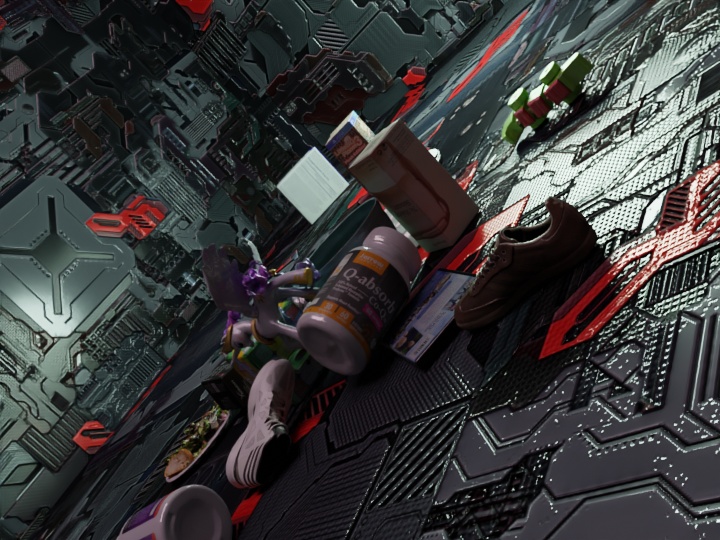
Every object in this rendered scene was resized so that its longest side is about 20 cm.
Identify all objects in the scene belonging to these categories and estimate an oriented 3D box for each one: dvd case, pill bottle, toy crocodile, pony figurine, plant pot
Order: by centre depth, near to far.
[{"bbox_3d":[0.097,0.059,1.033,0.143,0.018,0.200,-48,11,-6],"label":"dvd case"},{"bbox_3d":[-0.269,0.376,1.059,0.199,0.111,0.112,-35,16,42],"label":"pill bottle"},{"bbox_3d":[0.003,0.040,1.101,0.202,0.116,0.116,-54,15,-31],"label":"pill bottle"},{"bbox_3d":[-0.149,0.045,1.177,0.195,0.199,0.166,-7,4,26],"label":"pony figurine"},{"bbox_3d":[0.000,0.000,1.278,0.200,0.134,0.201,-43,12,11],"label":"plant pot"},{"bbox_3d":[0.311,-0.290,1.298,0.199,0.067,0.062,-37,19,46],"label":"toy crocodile"}]

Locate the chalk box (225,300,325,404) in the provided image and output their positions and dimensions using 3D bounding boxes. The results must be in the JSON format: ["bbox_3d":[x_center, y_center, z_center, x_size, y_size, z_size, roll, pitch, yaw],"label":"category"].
[{"bbox_3d":[-0.130,0.140,1.302,0.125,0.124,0.199,-51,13,-22],"label":"chalk box"}]

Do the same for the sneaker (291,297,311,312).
[{"bbox_3d":[-0.067,0.050,1.504,0.114,0.076,0.200,-46,18,-3],"label":"sneaker"}]

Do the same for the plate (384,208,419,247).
[{"bbox_3d":[0.082,-0.096,1.464,0.200,0.032,0.200,-48,23,-3],"label":"plate"}]

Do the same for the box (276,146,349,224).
[{"bbox_3d":[-0.172,-0.303,2.729,0.200,0.184,0.105,-45,10,-1],"label":"box"}]

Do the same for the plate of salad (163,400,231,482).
[{"bbox_3d":[-0.332,0.338,1.551,0.200,0.048,0.201,-45,12,12],"label":"plate of salad"}]

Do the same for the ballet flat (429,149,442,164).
[{"bbox_3d":[0.146,-0.184,1.605,0.065,0.058,0.202,-12,35,28],"label":"ballet flat"}]

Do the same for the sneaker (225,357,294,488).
[{"bbox_3d":[-0.120,0.223,1.127,0.114,0.075,0.205,-15,50,49],"label":"sneaker"}]

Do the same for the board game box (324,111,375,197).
[{"bbox_3d":[0.008,-0.323,2.127,0.096,0.200,0.160,-41,13,17],"label":"board game box"}]

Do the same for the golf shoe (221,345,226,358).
[{"bbox_3d":[-0.221,0.146,1.683,0.199,0.092,0.073,-42,11,12],"label":"golf shoe"}]

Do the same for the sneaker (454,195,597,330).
[{"bbox_3d":[0.169,-0.011,0.868,0.199,0.076,0.071,-39,14,31],"label":"sneaker"}]

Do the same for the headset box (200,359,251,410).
[{"bbox_3d":[-0.204,0.178,1.512,0.200,0.076,0.148,-44,10,-28],"label":"headset box"}]

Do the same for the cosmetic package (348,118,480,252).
[{"bbox_3d":[0.087,-0.134,1.251,0.088,0.200,0.103,-50,12,-20],"label":"cosmetic package"}]
